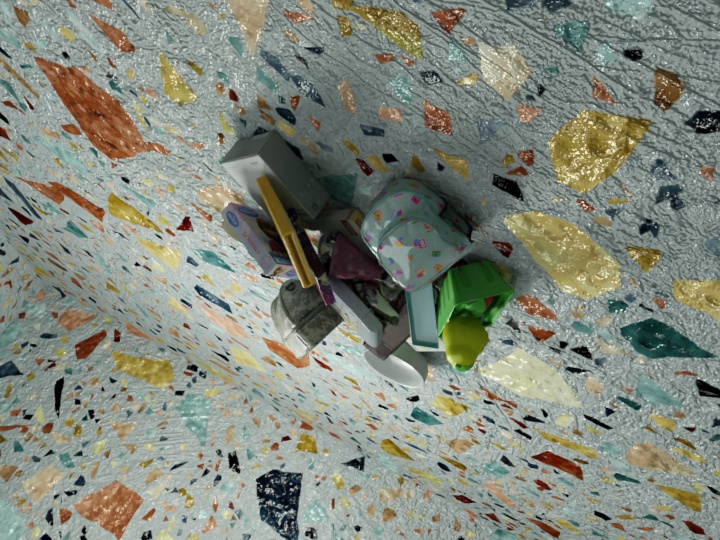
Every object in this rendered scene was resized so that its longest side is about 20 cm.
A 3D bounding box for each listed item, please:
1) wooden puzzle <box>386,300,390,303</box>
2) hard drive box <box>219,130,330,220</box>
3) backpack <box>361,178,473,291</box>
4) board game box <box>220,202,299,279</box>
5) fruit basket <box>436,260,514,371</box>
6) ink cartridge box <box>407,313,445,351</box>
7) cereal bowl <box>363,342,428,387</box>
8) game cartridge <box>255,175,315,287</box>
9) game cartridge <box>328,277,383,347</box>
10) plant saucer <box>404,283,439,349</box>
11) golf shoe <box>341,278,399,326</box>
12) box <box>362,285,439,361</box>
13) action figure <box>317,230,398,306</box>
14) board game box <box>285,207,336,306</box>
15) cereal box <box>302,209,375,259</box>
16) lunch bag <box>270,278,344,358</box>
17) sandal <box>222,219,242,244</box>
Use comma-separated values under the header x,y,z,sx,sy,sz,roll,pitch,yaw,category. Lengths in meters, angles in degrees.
x,y,z,sx,sy,sz,roll,pitch,yaw,category
-0.013,0.090,1.797,0.185,0.037,0.200,32,151,-13,wooden puzzle
-0.191,-0.204,1.568,0.156,0.077,0.200,0,141,47,hard drive box
0.101,-0.072,1.372,0.200,0.153,0.176,46,118,-8,backpack
-0.199,-0.064,1.618,0.200,0.041,0.200,50,-161,23,board game box
0.237,0.109,1.490,0.155,0.216,0.216,-12,155,-11,fruit basket
0.159,0.161,1.851,0.104,0.059,0.200,45,152,-25,ink cartridge box
0.113,0.255,2.045,0.200,0.083,0.200,26,154,14,cereal bowl
-0.162,-0.084,1.492,0.200,0.032,0.176,58,170,40,game cartridge
-0.026,0.083,1.606,0.200,0.042,0.133,45,169,19,game cartridge
0.139,0.085,1.579,0.070,0.019,0.200,6,120,29,plant saucer
0.025,0.048,1.626,0.200,0.088,0.077,40,172,27,golf shoe
0.098,0.113,1.675,0.075,0.100,0.200,37,115,-11,box
0.000,0.000,1.580,0.200,0.134,0.149,25,172,-20,action figure
-0.110,-0.031,1.535,0.200,0.032,0.120,62,177,35,board game box
-0.048,-0.085,1.664,0.200,0.040,0.144,4,145,44,cereal box
-0.148,0.110,1.763,0.168,0.139,0.200,47,158,1,lunch bag
-0.260,-0.087,1.853,0.212,0.078,0.070,33,162,-21,sandal
